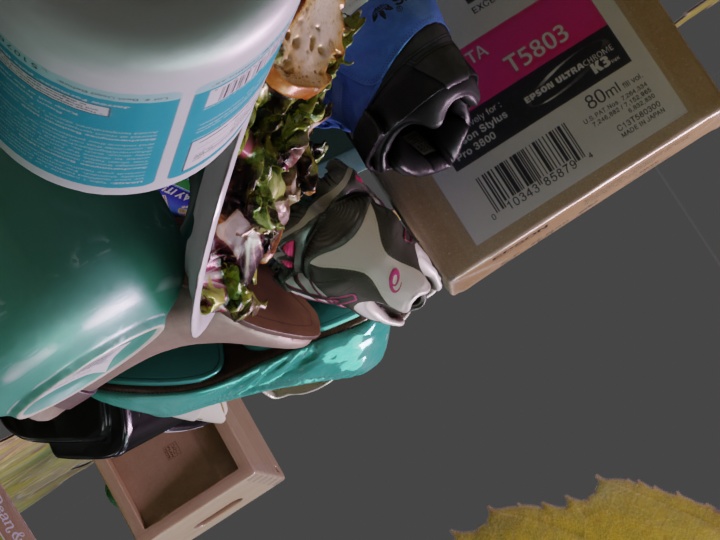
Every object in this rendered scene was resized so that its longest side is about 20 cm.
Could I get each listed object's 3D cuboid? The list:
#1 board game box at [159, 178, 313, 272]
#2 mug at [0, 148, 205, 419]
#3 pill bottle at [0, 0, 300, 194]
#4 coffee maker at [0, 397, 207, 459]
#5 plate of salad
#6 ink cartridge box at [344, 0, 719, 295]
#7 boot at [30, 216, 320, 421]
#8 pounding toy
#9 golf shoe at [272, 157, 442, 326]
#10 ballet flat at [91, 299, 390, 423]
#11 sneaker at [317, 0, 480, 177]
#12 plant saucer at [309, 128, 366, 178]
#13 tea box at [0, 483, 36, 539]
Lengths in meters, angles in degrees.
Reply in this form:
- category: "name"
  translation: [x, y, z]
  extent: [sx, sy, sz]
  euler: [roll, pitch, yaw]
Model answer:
- category: "board game box"
  translation: [-0.086, -0.011, 1.356]
  extent: [0.135, 0.029, 0.200]
  euler: [-36, 141, 28]
- category: "mug"
  translation: [-0.150, -0.005, 1.105]
  extent: [0.185, 0.114, 0.152]
  euler: [-32, 175, 1]
- category: "pill bottle"
  translation: [-0.080, -0.090, 0.745]
  extent: [0.111, 0.111, 0.200]
  euler: [-31, 175, -15]
- category: "coffee maker"
  translation: [-0.130, 0.037, 1.513]
  extent: [0.192, 0.135, 0.200]
  euler: [-33, 174, 40]
- category: "plate of salad"
  translation: [-0.042, -0.059, 1.104]
  extent: [0.200, 0.048, 0.200]
  euler: [18, 90, -89]
- category: "ink cartridge box"
  translation: [0.094, -0.107, 1.343]
  extent: [0.200, 0.165, 0.075]
  euler: [-33, 173, 0]
- category: "boot"
  translation: [-0.143, 0.034, 1.297]
  extent: [0.146, 0.200, 0.070]
  euler: [-46, -150, 24]
- category: "pounding toy"
  translation: [-0.216, 0.205, 2.491]
  extent: [0.200, 0.184, 0.142]
  euler: [-34, 163, 10]
- category: "golf shoe"
  translation: [0.000, 0.000, 1.256]
  extent: [0.077, 0.088, 0.200]
  euler: [-48, 173, 1]
- category: "ballet flat"
  translation: [-0.075, 0.060, 1.367]
  extent: [0.200, 0.070, 0.067]
  euler: [-14, -141, 2]
- category: "sneaker"
  translation: [-0.002, -0.088, 1.236]
  extent: [0.077, 0.111, 0.200]
  euler: [-29, 174, -34]
- category: "plant saucer"
  translation: [0.037, -0.111, 1.484]
  extent: [0.200, 0.019, 0.070]
  euler: [-25, -144, -1]
- category: "tea box"
  translation: [-0.360, 0.249, 1.764]
  extent: [0.197, 0.200, 0.134]
  euler: [-32, 175, -23]
